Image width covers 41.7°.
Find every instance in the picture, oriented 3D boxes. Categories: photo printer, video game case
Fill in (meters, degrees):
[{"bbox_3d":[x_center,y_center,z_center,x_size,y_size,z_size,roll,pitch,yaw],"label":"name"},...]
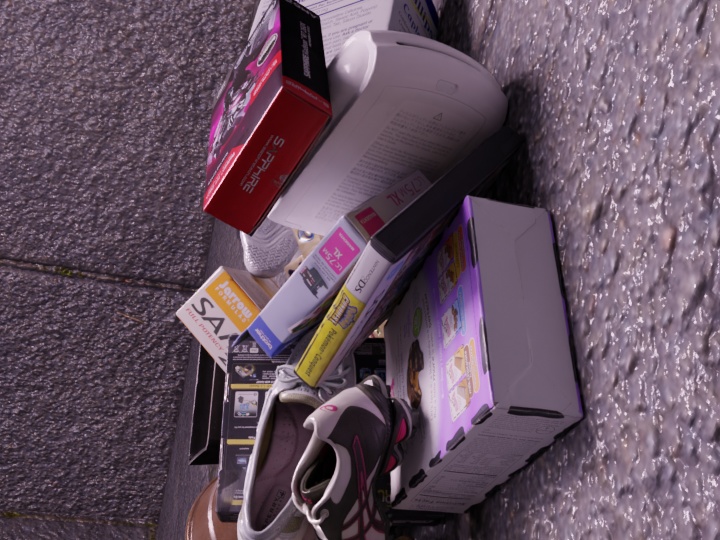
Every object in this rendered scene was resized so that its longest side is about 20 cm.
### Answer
[{"bbox_3d":[0.020,-0.113,0.818,0.200,0.165,0.070,-49,46,35],"label":"photo printer"},{"bbox_3d":[0.040,-0.011,0.766,0.200,0.025,0.182,-41,-13,-42],"label":"video game case"}]

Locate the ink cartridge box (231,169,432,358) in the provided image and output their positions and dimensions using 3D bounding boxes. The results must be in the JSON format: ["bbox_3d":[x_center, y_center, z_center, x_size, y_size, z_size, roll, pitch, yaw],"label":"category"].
[{"bbox_3d":[-0.023,0.004,0.810,0.200,0.042,0.119,-44,-6,41],"label":"ink cartridge box"}]

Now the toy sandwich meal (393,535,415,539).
[{"bbox_3d":[0.017,0.316,0.794,0.207,0.070,0.205,-59,3,4],"label":"toy sandwich meal"}]

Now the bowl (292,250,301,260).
[{"bbox_3d":[-0.024,-0.065,1.091,0.200,0.073,0.203,-117,37,-66],"label":"bowl"}]

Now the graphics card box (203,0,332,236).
[{"bbox_3d":[-0.079,-0.137,0.789,0.126,0.050,0.201,-52,24,28],"label":"graphics card box"}]

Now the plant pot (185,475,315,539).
[{"bbox_3d":[-0.055,0.232,0.957,0.202,0.197,0.199,-97,29,-45],"label":"plant pot"}]

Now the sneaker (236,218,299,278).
[{"bbox_3d":[-0.111,-0.048,1.134,0.115,0.074,0.202,114,164,-47],"label":"sneaker"}]

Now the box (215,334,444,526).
[{"bbox_3d":[-0.025,0.140,0.842,0.049,0.196,0.164,94,176,-63],"label":"box"}]

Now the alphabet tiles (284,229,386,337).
[{"bbox_3d":[0.000,0.000,0.961,0.199,0.006,0.169,-33,74,39],"label":"alphabet tiles"}]

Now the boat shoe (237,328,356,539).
[{"bbox_3d":[-0.051,0.134,0.779,0.065,0.073,0.204,93,-164,-60],"label":"boat shoe"}]

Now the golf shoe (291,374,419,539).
[{"bbox_3d":[-0.020,0.178,0.726,0.077,0.087,0.203,28,118,43],"label":"golf shoe"}]

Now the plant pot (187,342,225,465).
[{"bbox_3d":[-0.121,0.153,1.243,0.200,0.174,0.203,137,139,-65],"label":"plant pot"}]

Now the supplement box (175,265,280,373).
[{"bbox_3d":[-0.110,0.070,1.043,0.073,0.126,0.200,-43,-8,4],"label":"supplement box"}]

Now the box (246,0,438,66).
[{"bbox_3d":[-0.024,-0.214,0.982,0.105,0.181,0.202,51,-141,-44],"label":"box"}]

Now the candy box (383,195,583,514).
[{"bbox_3d":[0.082,0.072,0.728,0.201,0.070,0.170,120,153,-53],"label":"candy box"}]
